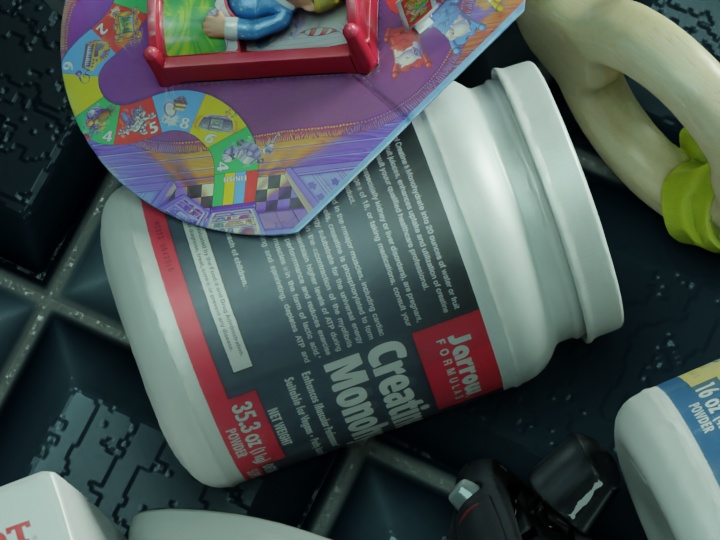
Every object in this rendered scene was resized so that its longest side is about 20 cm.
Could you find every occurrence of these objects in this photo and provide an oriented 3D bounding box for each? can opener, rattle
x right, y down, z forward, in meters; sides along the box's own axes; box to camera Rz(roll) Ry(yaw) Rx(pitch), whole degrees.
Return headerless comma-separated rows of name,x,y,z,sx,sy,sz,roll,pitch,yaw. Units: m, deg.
can opener,0.063,0.110,0.890,0.063,0.200,0.079,30,101,1
rattle,0.140,-0.118,0.972,0.143,0.130,0.200,-41,83,3

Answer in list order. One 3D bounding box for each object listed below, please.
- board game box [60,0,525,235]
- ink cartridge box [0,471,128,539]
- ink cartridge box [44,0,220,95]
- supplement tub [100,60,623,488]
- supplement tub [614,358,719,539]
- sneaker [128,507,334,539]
board game box,-0.036,-0.116,0.904,0.200,0.039,0.158,-44,67,-7
ink cartridge box,-0.149,0.210,0.901,0.146,0.146,0.200,-20,71,0
ink cartridge box,-0.047,-0.173,0.999,0.145,0.083,0.200,38,80,23
supplement tub,0.000,0.000,0.953,0.199,0.140,0.141,-20,71,1
supplement tub,0.219,0.083,0.898,0.200,0.145,0.145,-24,71,-1
sneaker,-0.016,0.162,0.939,0.199,0.073,0.085,18,73,11
